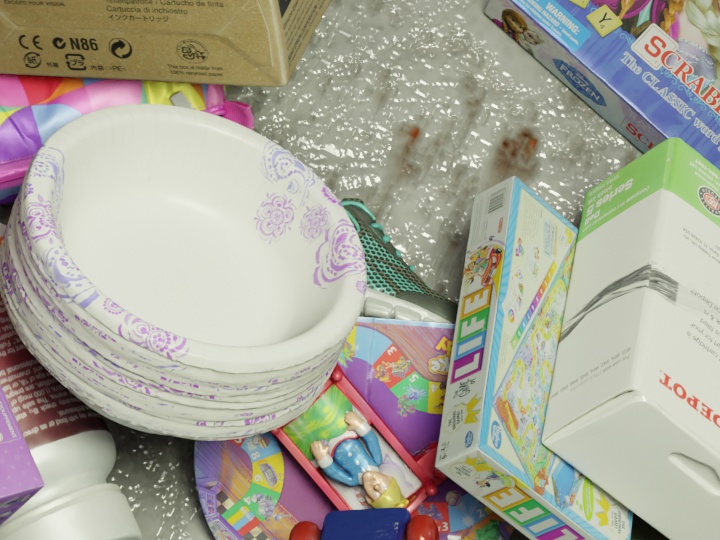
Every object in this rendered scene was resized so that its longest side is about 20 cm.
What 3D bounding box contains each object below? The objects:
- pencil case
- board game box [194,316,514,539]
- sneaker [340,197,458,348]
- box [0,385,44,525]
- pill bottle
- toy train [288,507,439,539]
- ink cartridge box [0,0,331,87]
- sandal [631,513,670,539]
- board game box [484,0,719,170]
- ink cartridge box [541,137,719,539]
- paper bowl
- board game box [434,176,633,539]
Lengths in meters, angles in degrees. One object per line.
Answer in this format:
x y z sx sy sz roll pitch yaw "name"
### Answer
-0.171 -0.092 1.738 0.199 0.088 0.089 -16 74 -12 "pencil case"
0.004 0.108 1.684 0.198 0.039 0.159 4 97 -5 "board game box"
0.000 0.000 1.747 0.199 0.078 0.092 23 61 -6 "sneaker"
-0.258 0.101 1.597 0.039 0.200 0.138 -13 72 -41 "box"
-0.209 0.084 1.654 0.114 0.114 0.201 -23 76 -17 "pill bottle"
0.000 0.229 1.597 0.084 0.116 0.200 -4 30 10 "toy train"
-0.116 -0.185 1.717 0.199 0.075 0.165 3 39 17 "ink cartridge box"
0.163 0.165 1.721 0.080 0.057 0.201 41 64 5 "sandal"
0.217 -0.172 1.860 0.200 0.041 0.200 41 69 5 "board game box"
0.194 0.048 1.699 0.145 0.084 0.201 37 45 -23 "ink cartridge box"
-0.104 0.010 1.620 0.199 0.105 0.201 14 42 -13 "paper bowl"
0.111 0.062 1.697 0.134 0.034 0.201 38 44 -30 "board game box"
